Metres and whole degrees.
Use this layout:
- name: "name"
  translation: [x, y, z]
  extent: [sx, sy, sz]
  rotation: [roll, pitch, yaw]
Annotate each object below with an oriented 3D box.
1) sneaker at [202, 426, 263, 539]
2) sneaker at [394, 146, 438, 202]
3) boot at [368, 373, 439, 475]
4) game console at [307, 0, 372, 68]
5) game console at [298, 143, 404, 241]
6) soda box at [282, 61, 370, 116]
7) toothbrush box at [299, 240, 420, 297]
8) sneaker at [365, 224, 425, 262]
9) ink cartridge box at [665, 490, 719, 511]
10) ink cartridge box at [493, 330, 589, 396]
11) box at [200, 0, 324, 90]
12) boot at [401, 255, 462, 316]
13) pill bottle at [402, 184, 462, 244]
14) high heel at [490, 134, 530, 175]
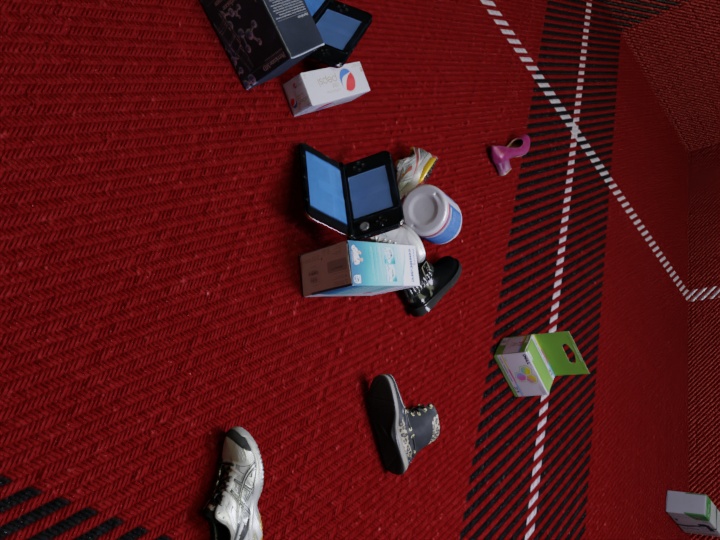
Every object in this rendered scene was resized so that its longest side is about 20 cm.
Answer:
- name: "sneaker"
  translation: [-0.202, 0.350, 0.941]
  extent: [0.086, 0.075, 0.206]
  rotation: [3, 77, -45]
- name: "sneaker"
  translation: [0.101, -0.207, 1.410]
  extent: [0.081, 0.078, 0.202]
  rotation: [32, 60, 6]
- name: "boot"
  translation: [0.094, 0.298, 1.269]
  extent: [0.152, 0.072, 0.210]
  rotation: [-19, 100, -49]
- name: "game console"
  translation: [-0.075, -0.547, 1.259]
  extent: [0.168, 0.120, 0.203]
  rotation: [22, 56, 7]
- name: "game console"
  translation: [-0.019, -0.171, 1.185]
  extent: [0.119, 0.168, 0.204]
  rotation: [59, 18, -52]
- name: "soda box"
  translation: [-0.068, -0.384, 1.272]
  extent: [0.199, 0.063, 0.070]
  rotation: [-32, 103, -46]
- name: "toothbrush box"
  translation: [0.000, 0.000, 1.189]
  extent: [0.197, 0.144, 0.088]
  rotation: [0, 80, -47]
- name: "sneaker"
  translation: [0.051, -0.076, 1.281]
  extent: [0.199, 0.071, 0.080]
  rotation: [41, 63, 13]
- name: "ink cartridge box"
  translation: [1.262, 0.919, 2.285]
  extent: [0.200, 0.145, 0.084]
  rotation: [43, 54, -29]
- name: "ink cartridge box"
  translation: [0.470, 0.245, 1.582]
  extent: [0.076, 0.197, 0.150]
  rotation: [-47, 113, -41]
- name: "box"
  translation: [-0.184, -0.465, 1.109]
  extent: [0.107, 0.146, 0.203]
  rotation: [-41, 109, -42]
- name: "boot"
  translation: [0.147, -0.016, 1.395]
  extent: [0.211, 0.078, 0.160]
  rotation: [-45, 112, -42]
- name: "pill bottle"
  translation: [0.173, -0.121, 1.396]
  extent: [0.199, 0.109, 0.116]
  rotation: [16, 67, -66]
- name: "high heel"
  translation: [0.446, -0.377, 1.808]
  extent: [0.200, 0.066, 0.097]
  rotation: [-46, 124, -28]
